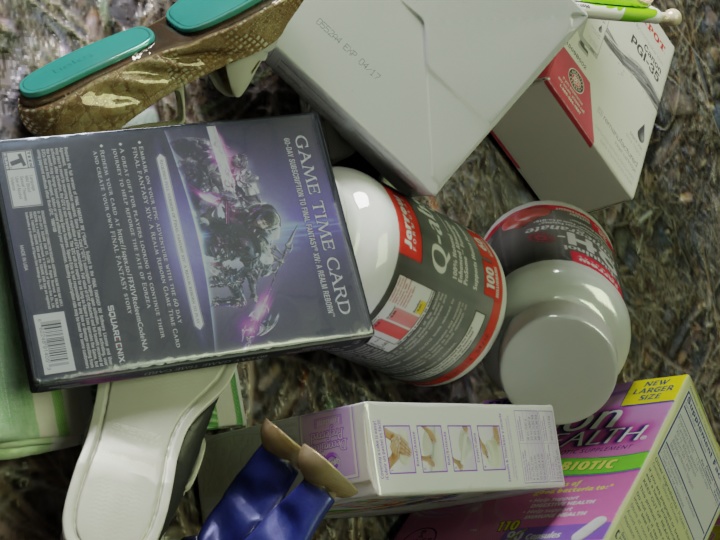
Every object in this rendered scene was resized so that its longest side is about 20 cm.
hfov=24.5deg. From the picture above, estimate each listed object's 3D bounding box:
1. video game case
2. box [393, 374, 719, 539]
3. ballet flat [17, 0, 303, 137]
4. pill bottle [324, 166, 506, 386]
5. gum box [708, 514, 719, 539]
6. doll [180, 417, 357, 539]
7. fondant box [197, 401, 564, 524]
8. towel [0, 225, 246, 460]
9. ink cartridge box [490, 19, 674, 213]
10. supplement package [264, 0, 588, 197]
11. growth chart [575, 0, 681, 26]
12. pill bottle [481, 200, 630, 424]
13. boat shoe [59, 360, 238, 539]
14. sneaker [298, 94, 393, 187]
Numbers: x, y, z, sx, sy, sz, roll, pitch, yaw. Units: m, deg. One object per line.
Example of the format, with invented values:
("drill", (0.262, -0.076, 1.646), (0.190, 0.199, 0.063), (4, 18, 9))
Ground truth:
("video game case", (-0.101, -0.015, 0.938), (0.198, 0.019, 0.144), (-7, 71, -24))
("box", (0.139, 0.175, 1.155), (0.200, 0.175, 0.097), (-48, 120, -47))
("ballet flat", (-0.106, -0.124, 0.989), (0.066, 0.199, 0.071), (67, -7, -31))
("pill bottle", (0.000, 0.000, 1.088), (0.199, 0.115, 0.117), (24, 59, -50))
("gum box", (0.239, 0.229, 1.246), (0.066, 0.199, 0.115), (-33, 104, -51))
("doll", (-0.092, 0.177, 0.912), (0.200, 0.136, 0.049), (-51, 129, -11))
("fondant box", (0.015, 0.122, 1.049), (0.199, 0.143, 0.059), (5, 74, -51))
("towel", (-0.151, 0.028, 0.975), (0.199, 0.023, 0.154), (1, 76, -50))
("ink cartridge box", (0.184, -0.168, 1.416), (0.147, 0.082, 0.201), (49, 44, -29))
("supplement package", (0.017, -0.172, 1.081), (0.200, 0.111, 0.156), (42, 86, -7))
("growth chart", (0.133, -0.250, 1.193), (0.144, 0.018, 0.201), (-6, 58, -35))
("pill bottle", (0.139, 0.032, 1.208), (0.111, 0.110, 0.200), (60, 14, -17))
("boat shoe", (-0.117, 0.090, 0.927), (0.073, 0.061, 0.201), (16, 53, -5))
("sneaker", (-0.015, -0.123, 1.161), (0.201, 0.075, 0.092), (57, 45, -20))
